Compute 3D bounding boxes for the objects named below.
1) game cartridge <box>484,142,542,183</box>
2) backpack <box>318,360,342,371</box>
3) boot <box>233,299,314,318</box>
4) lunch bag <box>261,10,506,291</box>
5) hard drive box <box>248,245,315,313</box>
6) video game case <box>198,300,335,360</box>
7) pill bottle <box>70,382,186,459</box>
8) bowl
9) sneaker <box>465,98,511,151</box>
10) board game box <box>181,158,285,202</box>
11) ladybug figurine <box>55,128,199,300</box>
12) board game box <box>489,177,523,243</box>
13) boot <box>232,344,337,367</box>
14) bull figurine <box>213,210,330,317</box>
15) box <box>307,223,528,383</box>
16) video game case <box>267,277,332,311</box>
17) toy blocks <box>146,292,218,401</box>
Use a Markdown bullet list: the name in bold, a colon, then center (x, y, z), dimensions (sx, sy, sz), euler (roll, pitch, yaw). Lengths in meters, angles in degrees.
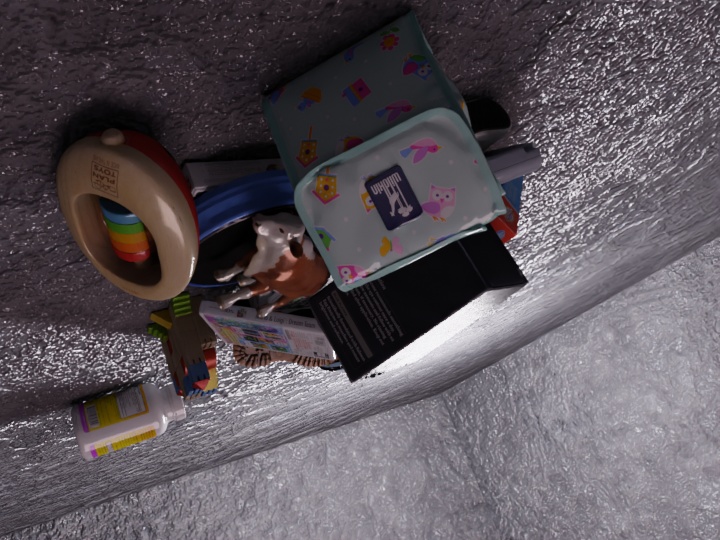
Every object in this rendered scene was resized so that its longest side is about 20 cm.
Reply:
- **game cartridge**: center (0.124, -0.115, 0.848), dimensions (0.132, 0.042, 0.200), euler (-25, -171, -6)
- **backpack**: center (-0.005, 0.106, 1.303), dimensions (0.198, 0.136, 0.183), euler (-24, 163, 4)
- **boot**: center (-0.122, 0.078, 1.069), dimensions (0.137, 0.079, 0.199), euler (-5, -174, -34)
- **lunch bag**: center (0.022, -0.098, 0.616), dimensions (0.169, 0.202, 0.122), euler (-25, 154, 13)
- **hard drive box**: center (-0.064, -0.012, 0.982), dimensions (0.198, 0.077, 0.156), euler (-17, 161, -16)
- **video game case**: center (-0.124, 0.090, 0.992), dimensions (0.180, 0.024, 0.200), euler (9, 163, 2)
- **pill bottle**: center (-0.443, 0.281, 1.325), dimensions (0.198, 0.105, 0.104), euler (-15, 161, -20)
- **bowl**: center (-0.123, -0.041, 0.771), dimensions (0.199, 0.040, 0.201), euler (-22, 164, -7)
- **sneaker**: center (0.085, -0.145, 0.779), dimensions (0.198, 0.073, 0.085), euler (-10, 156, -40)
- **board game box**: center (-0.169, -0.057, 0.789), dimensions (0.125, 0.035, 0.200), euler (-10, 158, -38)
- **ladybug figurine**: center (-0.204, -0.054, 0.630), dimensions (0.201, 0.134, 0.072), euler (105, 9, -52)
- **board game box**: center (0.148, -0.059, 1.016), dimensions (0.199, 0.040, 0.154), euler (-37, -159, 37)
- **boot**: center (-0.124, 0.112, 1.195), dimensions (0.197, 0.107, 0.076), euler (3, 110, -15)
- **bull figurine**: center (-0.091, -0.003, 0.749), dimensions (0.120, 0.066, 0.200), euler (-25, 163, 8)
- **box**: center (0.076, 0.026, 0.846), dimensions (0.199, 0.118, 0.196), euler (-37, 165, 22)
- **video game case**: center (0.000, 0.000, 0.936), dimensions (0.181, 0.024, 0.199), euler (-38, 158, 35)
- **toy blocks**: center (-0.261, 0.135, 1.066), dimensions (0.099, 0.138, 0.200), euler (-13, 161, -28)
